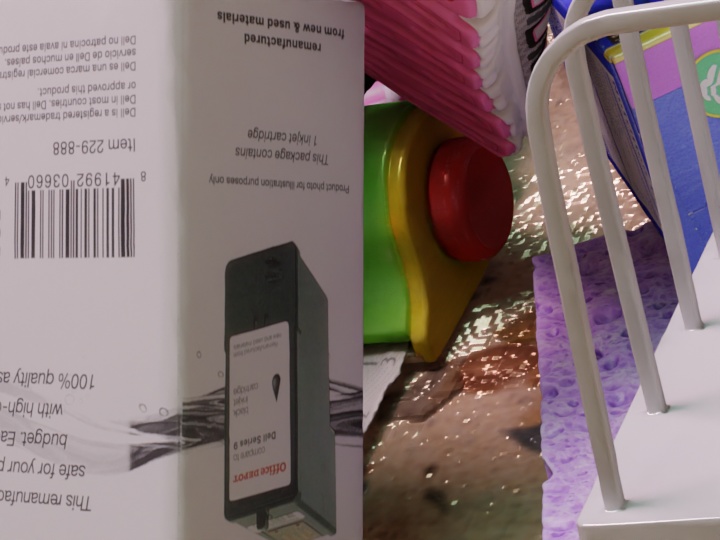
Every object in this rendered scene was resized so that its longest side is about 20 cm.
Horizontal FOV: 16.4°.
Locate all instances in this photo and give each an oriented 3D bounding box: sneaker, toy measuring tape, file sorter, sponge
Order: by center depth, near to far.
[{"bbox_3d":[0.127,-0.035,0.570,0.138,0.125,0.200,-6,21,21],"label":"file sorter"},{"bbox_3d":[0.106,0.041,0.709,0.111,0.030,0.200,-17,30,13],"label":"sponge"},{"bbox_3d":[0.036,-0.097,0.741,0.074,0.200,0.088,31,82,11],"label":"sneaker"},{"bbox_3d":[0.000,0.000,0.815,0.073,0.074,0.200,-5,35,31],"label":"toy measuring tape"}]

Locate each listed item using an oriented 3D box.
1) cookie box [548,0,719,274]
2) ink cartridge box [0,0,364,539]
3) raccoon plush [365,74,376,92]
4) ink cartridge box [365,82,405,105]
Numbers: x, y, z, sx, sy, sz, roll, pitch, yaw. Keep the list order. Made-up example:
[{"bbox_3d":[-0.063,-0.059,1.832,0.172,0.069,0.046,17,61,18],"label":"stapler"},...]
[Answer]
[{"bbox_3d":[0.151,-0.086,0.788,0.171,0.075,0.200,-24,15,3],"label":"cookie box"},{"bbox_3d":[-0.078,0.025,0.702,0.146,0.201,0.084,0,0,38],"label":"ink cartridge box"},{"bbox_3d":[-0.065,-0.087,0.859,0.134,0.097,0.200,36,21,16],"label":"raccoon plush"},{"bbox_3d":[-0.045,-0.052,0.971,0.199,0.037,0.095,-15,30,21],"label":"ink cartridge box"}]
